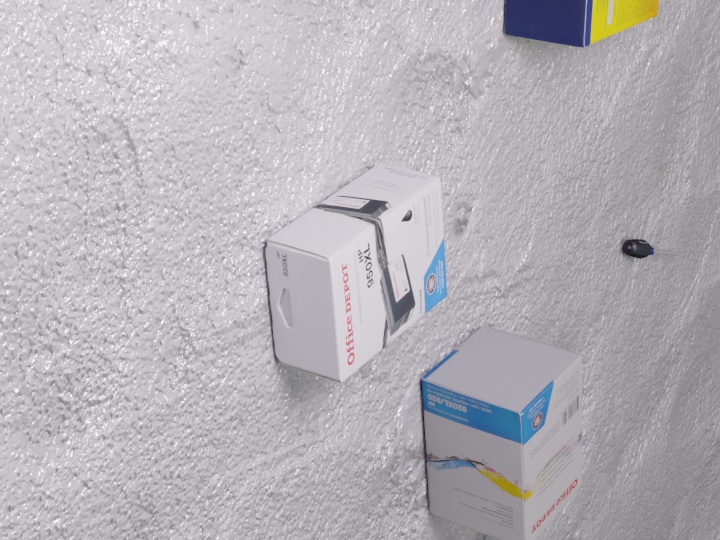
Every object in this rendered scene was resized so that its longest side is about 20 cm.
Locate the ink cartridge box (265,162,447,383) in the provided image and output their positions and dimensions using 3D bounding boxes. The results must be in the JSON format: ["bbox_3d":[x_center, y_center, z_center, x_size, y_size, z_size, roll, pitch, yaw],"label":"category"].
[{"bbox_3d":[0.000,0.000,1.538,0.200,0.084,0.146,-37,132,-44],"label":"ink cartridge box"}]

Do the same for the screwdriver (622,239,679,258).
[{"bbox_3d":[0.442,-0.028,2.255,0.199,0.029,0.028,6,98,-52],"label":"screwdriver"}]

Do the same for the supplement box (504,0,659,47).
[{"bbox_3d":[0.265,-0.342,1.782,0.200,0.108,0.111,-29,126,-50],"label":"supplement box"}]

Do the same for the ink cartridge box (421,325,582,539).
[{"bbox_3d":[0.173,0.200,1.833,0.147,0.144,0.202,-36,131,-44],"label":"ink cartridge box"}]
